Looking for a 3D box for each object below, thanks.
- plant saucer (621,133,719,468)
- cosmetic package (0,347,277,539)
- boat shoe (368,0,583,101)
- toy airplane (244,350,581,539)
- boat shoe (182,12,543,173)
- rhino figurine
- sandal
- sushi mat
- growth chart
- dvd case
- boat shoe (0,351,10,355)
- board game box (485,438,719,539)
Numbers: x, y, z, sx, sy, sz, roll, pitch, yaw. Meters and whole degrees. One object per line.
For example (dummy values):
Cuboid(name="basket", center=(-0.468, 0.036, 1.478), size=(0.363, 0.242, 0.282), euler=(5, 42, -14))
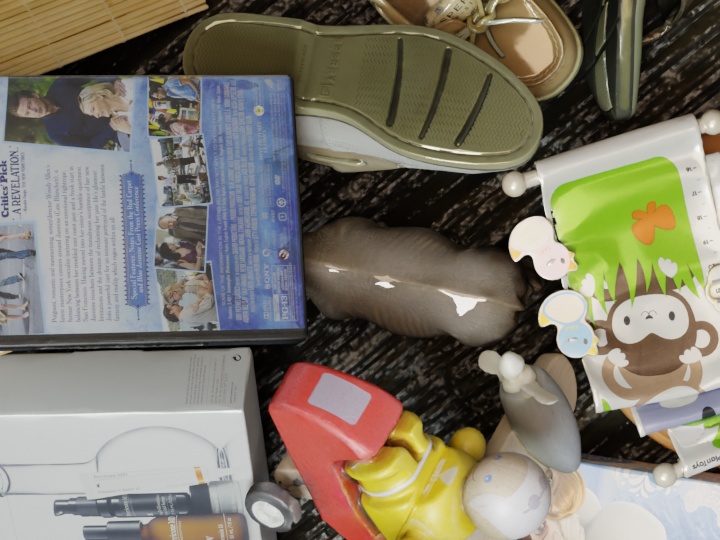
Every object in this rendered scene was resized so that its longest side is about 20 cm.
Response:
Cuboid(name="plant saucer", center=(0.219, 0.013, 1.648), size=(0.200, 0.037, 0.201), euler=(0, 94, 5))
Cuboid(name="cosmetic package", center=(-0.125, 0.128, 1.618), size=(0.150, 0.052, 0.200), euler=(0, 134, 6))
Cuboid(name="boat shoe", center=(0.033, -0.159, 1.635), size=(0.200, 0.063, 0.073), euler=(34, 95, 0))
Cuboid(name="toy airplane", center=(0.054, 0.138, 1.552), size=(0.199, 0.141, 0.200), euler=(0, 73, -37))
Cuboid(name="boat shoe", center=(0.005, -0.091, 1.629), size=(0.200, 0.068, 0.075), euler=(16, 72, 13))
Cuboid(name="rhino figurine", center=(0.000, 0.000, 1.637), size=(0.200, 0.087, 0.060), euler=(11, 94, 4))
Cuboid(name="sandal", center=(0.163, -0.177, 1.621), size=(0.057, 0.080, 0.201), euler=(12, 95, -11))
Cuboid(name="sushi mat", center=(-0.184, -0.151, 1.623), size=(0.200, 0.012, 0.096), euler=(-24, 91, -29))
Cuboid(name="growth chart", center=(0.169, 0.015, 1.613), size=(0.145, 0.018, 0.200), euler=(-26, 94, -6))
Cuboid(name="dvd case", center=(-0.128, -0.030, 1.554), size=(0.200, 0.018, 0.143), euler=(-1, 81, -16))
Cuboid(name="boat shoe", center=(-0.156, -0.022, 1.591), size=(0.200, 0.074, 0.069), euler=(-35, 116, -26))
Cuboid(name="board game box", center=(0.141, 0.205, 1.664), size=(0.199, 0.043, 0.200), euler=(8, 94, 3))
